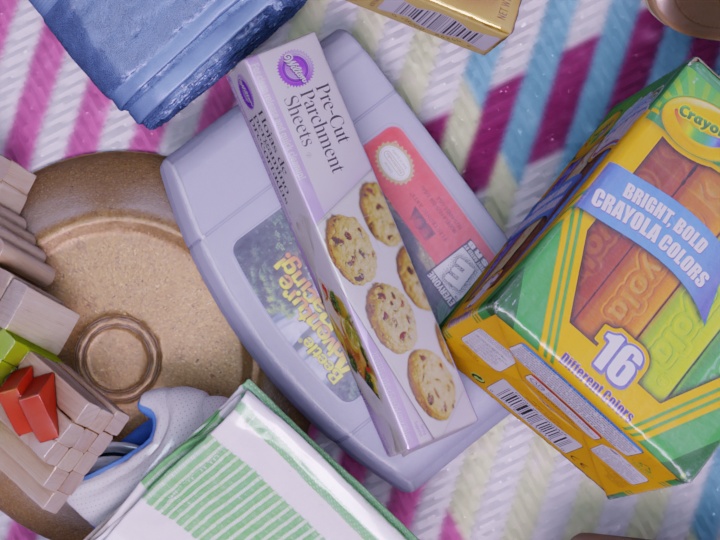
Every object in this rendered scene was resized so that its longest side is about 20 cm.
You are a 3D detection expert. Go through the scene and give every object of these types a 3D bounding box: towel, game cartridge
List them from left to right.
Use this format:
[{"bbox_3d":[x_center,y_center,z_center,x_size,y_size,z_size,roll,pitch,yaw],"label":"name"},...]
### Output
[{"bbox_3d":[-0.127,-0.174,1.439,0.112,0.049,0.200,-40,92,1],"label":"towel"},{"bbox_3d":[-0.067,0.165,1.372,0.152,0.023,0.200,42,109,-9],"label":"towel"},{"bbox_3d":[0.000,0.000,1.433,0.133,0.041,0.200,-38,92,-12],"label":"game cartridge"}]

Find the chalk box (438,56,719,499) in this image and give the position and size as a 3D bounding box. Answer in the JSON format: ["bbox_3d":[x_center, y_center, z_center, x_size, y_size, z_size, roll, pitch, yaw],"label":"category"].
[{"bbox_3d":[0.149,-0.010,1.388,0.125,0.124,0.200,40,76,-5],"label":"chalk box"}]

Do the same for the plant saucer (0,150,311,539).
[{"bbox_3d":[-0.118,0.042,1.456,0.199,0.035,0.201,0,93,2],"label":"plant saucer"}]

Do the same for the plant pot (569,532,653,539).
[{"bbox_3d":[0.160,0.208,1.395,0.173,0.200,0.201,22,93,16],"label":"plant pot"}]

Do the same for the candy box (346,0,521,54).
[{"bbox_3d":[-0.007,-0.194,1.405,0.199,0.056,0.117,20,78,-8],"label":"candy box"}]

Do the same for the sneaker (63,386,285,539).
[{"bbox_3d":[-0.093,0.147,1.425,0.146,0.081,0.200,31,115,0],"label":"sneaker"}]

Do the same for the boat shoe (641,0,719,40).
[{"bbox_3d":[0.220,-0.134,1.423,0.199,0.065,0.073,6,105,-19],"label":"boat shoe"}]

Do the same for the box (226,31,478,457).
[{"bbox_3d":[-0.004,-0.011,1.395,0.041,0.039,0.201,-21,88,-17],"label":"box"}]

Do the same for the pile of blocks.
[{"bbox_3d":[-0.181,0.017,1.399,0.082,0.062,0.201,-32,60,15],"label":"pile of blocks"}]
